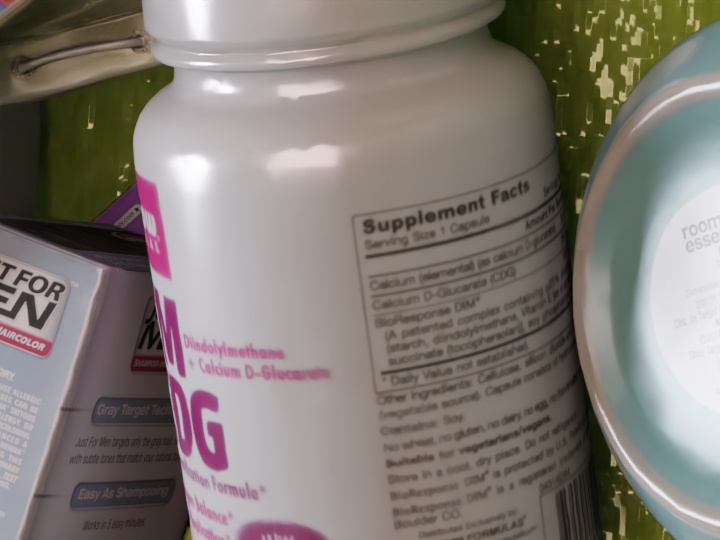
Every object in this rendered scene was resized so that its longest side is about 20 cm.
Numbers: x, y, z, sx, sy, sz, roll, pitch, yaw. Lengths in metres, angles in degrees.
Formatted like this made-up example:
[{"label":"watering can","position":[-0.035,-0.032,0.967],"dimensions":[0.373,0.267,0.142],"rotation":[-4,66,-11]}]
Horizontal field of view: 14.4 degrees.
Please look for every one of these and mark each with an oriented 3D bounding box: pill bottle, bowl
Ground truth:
[{"label":"pill bottle","position":[0.000,0.000,0.767],"dimensions":[0.113,0.113,0.200],"rotation":[-1,106,22]},{"label":"bowl","position":[0.130,0.007,0.720],"dimensions":[0.201,0.105,0.201],"rotation":[6,98,50]}]

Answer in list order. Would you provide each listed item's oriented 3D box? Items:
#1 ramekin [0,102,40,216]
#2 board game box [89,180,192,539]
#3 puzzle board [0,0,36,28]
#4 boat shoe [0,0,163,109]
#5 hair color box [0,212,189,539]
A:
[{"label":"ramekin","position":[-0.169,-0.053,0.845],"dimensions":[0.097,0.200,0.201],"rotation":[-2,88,15]},{"label":"board game box","position":[-0.042,0.027,0.877],"dimensions":[0.200,0.032,0.120],"rotation":[-41,77,17]},{"label":"puzzle board","position":[-0.167,-0.128,0.762],"dimensions":[0.151,0.017,0.200],"rotation":[-39,71,-9]},{"label":"boat shoe","position":[-0.025,-0.088,0.832],"dimensions":[0.200,0.072,0.062],"rotation":[-9,95,-1]},{"label":"hair color box","position":[-0.103,0.086,0.833],"dimensions":[0.061,0.099,0.200],"rotation":[21,96,23]}]
